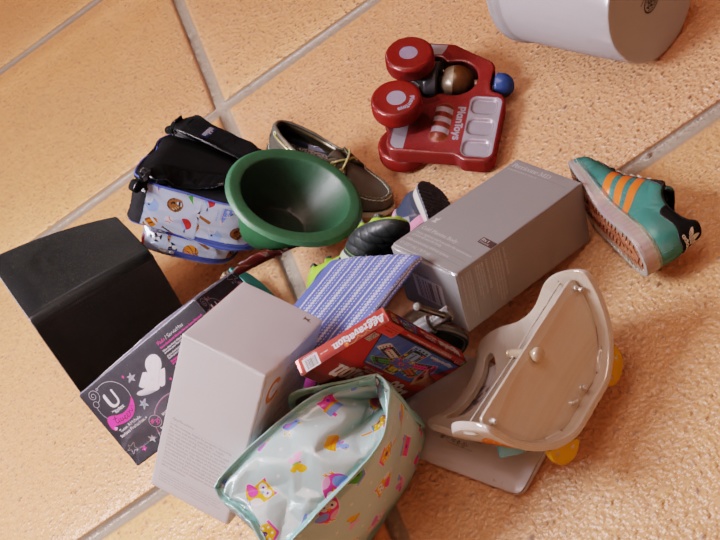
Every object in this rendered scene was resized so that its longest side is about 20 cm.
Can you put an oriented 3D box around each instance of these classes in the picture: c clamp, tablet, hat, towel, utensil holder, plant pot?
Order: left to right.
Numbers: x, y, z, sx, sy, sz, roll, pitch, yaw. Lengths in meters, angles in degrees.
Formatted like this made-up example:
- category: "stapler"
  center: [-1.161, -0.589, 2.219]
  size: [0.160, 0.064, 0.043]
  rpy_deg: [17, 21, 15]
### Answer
- category: "plant pot"
  center: [-0.347, 0.047, 1.605]
  size: [0.177, 0.200, 0.200]
  rpy_deg: [-34, 37, -14]
- category: "hat"
  center: [-0.116, -0.039, 1.533]
  size: [0.176, 0.200, 0.166]
  rpy_deg: [113, 156, -45]
- category: "towel"
  center: [-0.023, 0.041, 1.301]
  size: [0.145, 0.024, 0.200]
  rpy_deg: [-52, 21, -19]
- category: "c clamp"
  center: [0.028, 0.095, 1.258]
  size: [0.200, 0.171, 0.027]
  rpy_deg: [-37, 62, 24]
- category: "tablet"
  center: [0.122, 0.153, 1.262]
  size: [0.200, 0.014, 0.130]
  rpy_deg: [14, 62, 44]
- category: "utensil holder"
  center: [0.286, -0.352, 1.496]
  size: [0.200, 0.170, 0.170]
  rpy_deg: [27, 72, 45]

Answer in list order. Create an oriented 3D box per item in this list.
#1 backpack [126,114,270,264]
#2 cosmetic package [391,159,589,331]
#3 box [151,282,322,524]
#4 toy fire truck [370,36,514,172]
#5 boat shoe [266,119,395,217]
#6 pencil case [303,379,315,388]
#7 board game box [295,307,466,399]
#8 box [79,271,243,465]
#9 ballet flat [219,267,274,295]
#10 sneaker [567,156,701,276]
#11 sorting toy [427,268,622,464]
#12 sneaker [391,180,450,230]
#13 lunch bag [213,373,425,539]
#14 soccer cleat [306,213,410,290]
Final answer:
- category: "backpack"
  center: [-0.203, -0.095, 1.619]
  size: [0.190, 0.154, 0.200]
  rpy_deg: [11, 34, 4]
- category: "cosmetic package"
  center: [0.147, -0.031, 1.315]
  size: [0.200, 0.090, 0.107]
  rpy_deg: [-38, 40, -25]
- category: "box"
  center: [-0.128, 0.135, 1.225]
  size: [0.097, 0.200, 0.124]
  rpy_deg: [26, 33, 13]
- category: "toy fire truck"
  center: [0.111, -0.214, 1.563]
  size: [0.168, 0.112, 0.200]
  rpy_deg: [7, 55, 13]
- category: "boat shoe"
  center: [-0.040, -0.134, 1.571]
  size: [0.202, 0.060, 0.072]
  rpy_deg: [29, 46, 23]
- category: "pencil case"
  center: [-0.076, 0.133, 1.380]
  size: [0.200, 0.088, 0.088]
  rpy_deg: [-49, 40, -9]
- category: "board game box"
  center: [0.025, 0.092, 1.198]
  size: [0.103, 0.200, 0.019]
  rpy_deg: [-32, 64, 15]
- category: "box"
  center: [-0.206, 0.112, 1.414]
  size: [0.200, 0.115, 0.132]
  rpy_deg: [-37, 3, 21]
- category: "ballet flat"
  center: [-0.122, 0.060, 1.515]
  size: [0.200, 0.070, 0.065]
  rpy_deg: [34, 104, 52]
- category: "sneaker"
  center: [0.296, -0.071, 1.302]
  size: [0.080, 0.071, 0.200]
  rpy_deg: [-26, 40, -2]
- category: "sorting toy"
  center: [0.149, 0.111, 1.202]
  size: [0.200, 0.107, 0.180]
  rpy_deg: [-53, 22, -25]
- category: "sneaker"
  center: [0.076, -0.011, 1.427]
  size: [0.082, 0.070, 0.200]
  rpy_deg: [-43, 35, 35]
- category: "lunch bag"
  center: [-0.024, 0.198, 1.197]
  size: [0.122, 0.170, 0.200]
  rpy_deg: [39, 81, 29]
- category: "soccer cleat"
  center: [0.000, 0.000, 1.424]
  size: [0.200, 0.067, 0.081]
  rpy_deg: [-39, 50, 49]
